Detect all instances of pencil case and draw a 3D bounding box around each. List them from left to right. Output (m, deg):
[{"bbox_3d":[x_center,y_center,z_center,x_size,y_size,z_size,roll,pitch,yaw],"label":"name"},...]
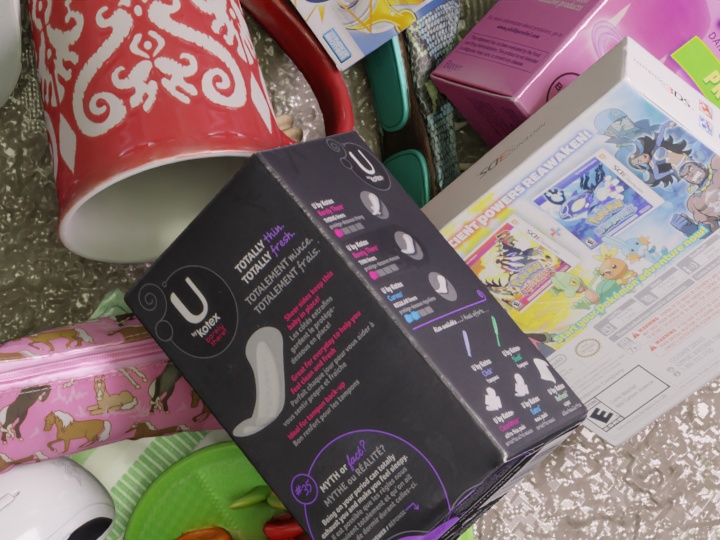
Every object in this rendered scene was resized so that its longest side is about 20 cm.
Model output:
[{"bbox_3d":[-0.156,0.063,1.330,0.200,0.087,0.083,-10,114,-27],"label":"pencil case"}]

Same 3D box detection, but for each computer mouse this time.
[{"bbox_3d":[-0.207,0.141,1.314,0.110,0.044,0.200,37,42,19],"label":"computer mouse"}]

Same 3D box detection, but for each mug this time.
[{"bbox_3d":[-0.109,-0.117,1.376,0.133,0.177,0.200,-26,67,26],"label":"mug"}]

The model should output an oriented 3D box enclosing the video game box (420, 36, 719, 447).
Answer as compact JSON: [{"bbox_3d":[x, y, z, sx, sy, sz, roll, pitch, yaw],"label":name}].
[{"bbox_3d":[0.141,-0.010,1.353,0.182,0.200,0.047,34,38,-23],"label":"video game box"}]

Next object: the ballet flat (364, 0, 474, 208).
[{"bbox_3d":[0.044,-0.073,1.440,0.074,0.074,0.200,-5,90,-11],"label":"ballet flat"}]

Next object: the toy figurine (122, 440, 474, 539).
[{"bbox_3d":[-0.039,0.178,1.296,0.200,0.184,0.150,-11,100,5],"label":"toy figurine"}]

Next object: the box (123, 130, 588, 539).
[{"bbox_3d":[-0.002,0.044,1.271,0.122,0.106,0.200,-45,77,27],"label":"box"}]

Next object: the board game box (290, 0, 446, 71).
[{"bbox_3d":[-0.012,-0.229,1.371,0.135,0.034,0.200,-33,99,19],"label":"board game box"}]

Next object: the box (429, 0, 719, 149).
[{"bbox_3d":[0.176,-0.115,1.420,0.200,0.097,0.176,-48,119,-11],"label":"box"}]

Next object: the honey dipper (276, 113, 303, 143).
[{"bbox_3d":[0.000,0.000,1.413,0.038,0.038,0.200,-32,78,-11],"label":"honey dipper"}]

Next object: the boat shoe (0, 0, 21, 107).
[{"bbox_3d":[-0.215,-0.161,1.351,0.071,0.200,0.064,6,47,-12],"label":"boat shoe"}]

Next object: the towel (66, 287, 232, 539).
[{"bbox_3d":[-0.110,0.128,1.415,0.200,0.023,0.153,40,81,-6],"label":"towel"}]
